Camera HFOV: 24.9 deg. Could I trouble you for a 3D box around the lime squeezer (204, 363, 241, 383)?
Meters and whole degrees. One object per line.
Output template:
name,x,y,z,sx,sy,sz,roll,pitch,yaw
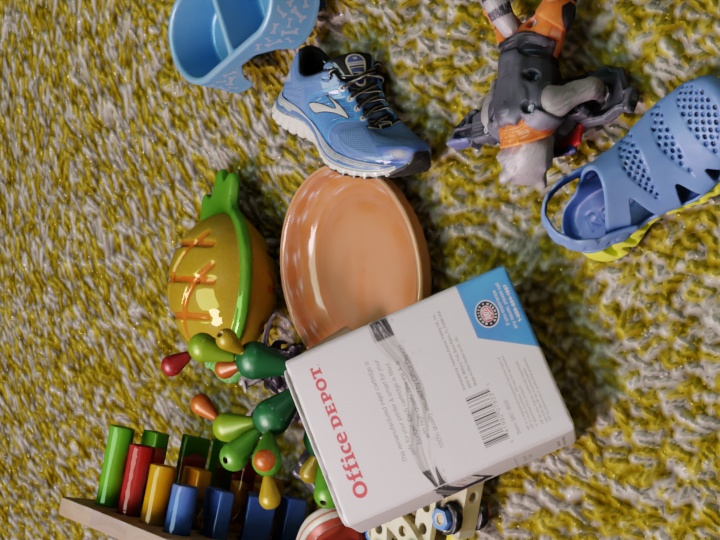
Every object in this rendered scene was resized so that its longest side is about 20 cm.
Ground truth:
lime squeezer,-0.142,0.071,1.674,0.200,0.037,0.071,36,122,42

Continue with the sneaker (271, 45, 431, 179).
sneaker,-0.008,-0.144,1.452,0.200,0.078,0.090,36,124,41

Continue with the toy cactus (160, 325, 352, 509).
toy cactus,-0.066,0.109,1.444,0.200,0.165,0.102,44,168,20

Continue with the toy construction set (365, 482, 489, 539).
toy construction set,0.053,0.173,1.429,0.131,0.092,0.202,23,123,46

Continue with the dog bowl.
dog bowl,-0.115,-0.241,1.529,0.200,0.049,0.112,-31,73,49

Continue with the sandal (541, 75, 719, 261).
sandal,0.205,-0.069,1.208,0.200,0.087,0.080,-48,59,40

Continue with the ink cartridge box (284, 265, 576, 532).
ink cartridge box,0.057,0.107,1.325,0.199,0.084,0.146,-23,74,3

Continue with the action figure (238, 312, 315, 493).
action figure,-0.068,0.145,1.540,0.201,0.101,0.119,62,156,14

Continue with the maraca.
maraca,-0.138,-0.004,1.609,0.137,0.106,0.201,-48,40,47

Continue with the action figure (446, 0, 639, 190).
action figure,0.114,-0.156,1.291,0.199,0.104,0.195,-20,71,46

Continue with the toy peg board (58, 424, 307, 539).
toy peg board,-0.157,0.219,1.602,0.198,0.199,0.099,7,86,51

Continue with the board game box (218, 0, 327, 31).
board game box,-0.096,-0.339,1.555,0.135,0.034,0.202,-4,93,50

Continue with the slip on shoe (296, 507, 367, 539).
slip on shoe,-0.017,0.295,1.510,0.061,0.074,0.201,47,147,47

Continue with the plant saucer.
plant saucer,0.000,0.000,1.496,0.199,0.037,0.202,12,105,48
